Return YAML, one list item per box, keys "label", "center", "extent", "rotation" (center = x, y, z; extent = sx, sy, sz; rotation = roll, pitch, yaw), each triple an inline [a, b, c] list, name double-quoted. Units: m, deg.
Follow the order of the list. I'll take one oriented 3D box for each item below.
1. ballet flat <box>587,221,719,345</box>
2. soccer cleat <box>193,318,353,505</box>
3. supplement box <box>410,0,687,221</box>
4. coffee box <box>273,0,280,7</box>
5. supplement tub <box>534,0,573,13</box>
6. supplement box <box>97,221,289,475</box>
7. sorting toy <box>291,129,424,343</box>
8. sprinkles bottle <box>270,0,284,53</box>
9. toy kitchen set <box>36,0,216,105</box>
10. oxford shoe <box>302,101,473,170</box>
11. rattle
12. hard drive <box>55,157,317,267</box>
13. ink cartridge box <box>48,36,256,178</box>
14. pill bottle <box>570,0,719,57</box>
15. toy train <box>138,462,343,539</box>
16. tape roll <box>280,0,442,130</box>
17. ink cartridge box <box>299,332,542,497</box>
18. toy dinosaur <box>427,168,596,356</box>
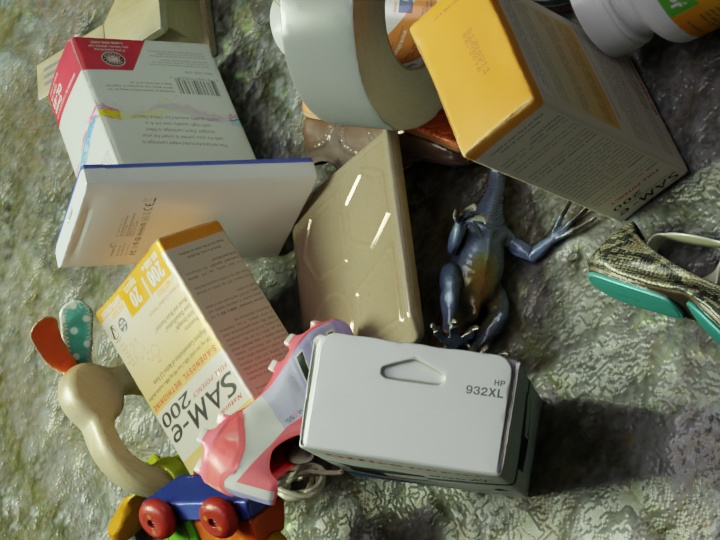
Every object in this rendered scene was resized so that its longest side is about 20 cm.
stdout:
- label: "ballet flat"
  center: [0.249, 0.014, 1.263]
  extent: [0.075, 0.068, 0.200]
  rotation: [-52, 46, -5]
- label: "soccer cleat"
  center: [-0.049, 0.109, 1.354]
  extent: [0.076, 0.200, 0.067]
  rotation: [25, 130, 19]
- label: "supplement box"
  center: [0.140, -0.125, 1.303]
  extent: [0.073, 0.200, 0.126]
  rotation: [-39, 54, 28]
- label: "coffee box"
  center: [-0.052, -0.354, 1.491]
  extent: [0.200, 0.200, 0.198]
  rotation: [-42, 36, 3]
- label: "supplement tub"
  center: [0.123, -0.282, 1.362]
  extent: [0.107, 0.200, 0.107]
  rotation: [-10, 70, 28]
- label: "supplement box"
  center: [-0.124, 0.079, 1.482]
  extent: [0.200, 0.073, 0.126]
  rotation: [57, 134, 12]
- label: "sorting toy"
  center: [0.000, 0.000, 1.461]
  extent: [0.200, 0.036, 0.186]
  rotation: [-41, 50, 54]
- label: "sprinkles bottle"
  center: [0.014, -0.234, 1.538]
  extent: [0.199, 0.068, 0.069]
  rotation: [-9, 71, 38]
- label: "toy kitchen set"
  center: [-0.265, -0.290, 1.734]
  extent: [0.180, 0.163, 0.201]
  rotation: [-25, 61, 33]
- label: "oxford shoe"
  center: [0.028, -0.104, 1.497]
  extent: [0.200, 0.071, 0.073]
  rotation: [18, 109, 46]
- label: "rattle"
  center: [-0.237, 0.134, 1.562]
  extent: [0.143, 0.200, 0.130]
  rotation: [-31, 26, 54]
- label: "hard drive"
  center: [-0.150, -0.049, 1.503]
  extent: [0.132, 0.199, 0.025]
  rotation: [121, 140, -53]
- label: "ink cartridge box"
  center: [-0.187, -0.115, 1.613]
  extent: [0.086, 0.147, 0.201]
  rotation: [-55, 45, 41]
- label: "pill bottle"
  center: [0.256, -0.237, 1.300]
  extent: [0.200, 0.111, 0.112]
  rotation: [-26, 61, 33]
- label: "toy train"
  center: [-0.073, 0.212, 1.374]
  extent: [0.199, 0.085, 0.116]
  rotation: [-8, 108, 41]
- label: "tape roll"
  center: [0.017, -0.210, 1.371]
  extent: [0.066, 0.200, 0.201]
  rotation: [8, 82, 30]
- label: "ink cartridge box"
  center: [0.049, 0.109, 1.280]
  extent: [0.144, 0.200, 0.084]
  rotation: [7, 80, 12]
- label: "toy dinosaur"
  center: [0.081, -0.016, 1.397]
  extent: [0.200, 0.105, 0.182]
  rotation: [-33, 43, 38]
